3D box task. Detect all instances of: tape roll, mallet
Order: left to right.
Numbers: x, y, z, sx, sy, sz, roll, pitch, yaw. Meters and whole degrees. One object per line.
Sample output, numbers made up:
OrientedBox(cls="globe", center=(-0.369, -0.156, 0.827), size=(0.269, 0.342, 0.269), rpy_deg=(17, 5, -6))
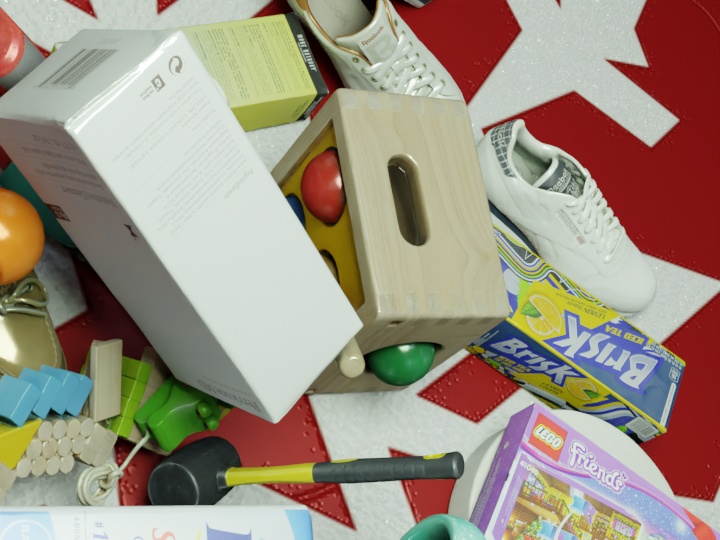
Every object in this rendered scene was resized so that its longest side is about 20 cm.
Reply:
OrientedBox(cls="mallet", center=(-0.031, 0.122, 0.763), size=(0.066, 0.196, 0.042), rpy_deg=(-29, 112, -75))
OrientedBox(cls="tape roll", center=(0.155, 0.204, 0.903), size=(0.200, 0.037, 0.206), rpy_deg=(12, 62, -24))

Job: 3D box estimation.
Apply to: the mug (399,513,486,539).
OrientedBox(cls="mug", center=(0.024, 0.241, 0.649), size=(0.153, 0.114, 0.185), rpy_deg=(58, 41, -4))

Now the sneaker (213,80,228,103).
OrientedBox(cls="sneaker", center=(-0.099, -0.082, 0.805), size=(0.072, 0.085, 0.200), rpy_deg=(33, 12, 6))

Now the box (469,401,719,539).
OrientedBox(cls="box", center=(0.168, 0.205, 0.862), size=(0.199, 0.039, 0.138), rpy_deg=(36, 56, -9))

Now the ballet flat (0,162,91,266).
OrientedBox(cls="ballet flat", center=(-0.164, -0.034, 0.834), size=(0.200, 0.072, 0.072), rpy_deg=(42, 55, -5))

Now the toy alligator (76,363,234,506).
OrientedBox(cls="toy alligator", center=(-0.095, 0.072, 0.761), size=(0.201, 0.054, 0.060), rpy_deg=(-55, 141, -34))

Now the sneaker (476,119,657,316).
OrientedBox(cls="sneaker", center=(0.170, -0.039, 0.998), size=(0.199, 0.080, 0.077), rpy_deg=(38, 54, -10))

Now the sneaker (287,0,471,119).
OrientedBox(cls="sneaker", center=(0.015, -0.159, 0.947), size=(0.073, 0.085, 0.200), rpy_deg=(-45, 107, 3))

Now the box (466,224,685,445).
OrientedBox(cls="box", center=(0.151, 0.054, 0.954), size=(0.199, 0.064, 0.071), rpy_deg=(35, 56, -10))

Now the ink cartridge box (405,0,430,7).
OrientedBox(cls="ink cartridge box", center=(-0.015, -0.318, 0.987), size=(0.202, 0.047, 0.197), rpy_deg=(62, 19, 7))

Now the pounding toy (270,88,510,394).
OrientedBox(cls="pounding toy", center=(0.000, 0.000, 0.824), size=(0.140, 0.184, 0.203), rpy_deg=(1, 67, -27))

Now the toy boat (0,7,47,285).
OrientedBox(cls="toy boat", center=(-0.229, -0.040, 0.676), size=(0.130, 0.131, 0.201), rpy_deg=(36, 84, 14))

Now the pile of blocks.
OrientedBox(cls="pile of blocks", center=(-0.183, 0.079, 0.732), size=(0.199, 0.061, 0.084), rpy_deg=(-9, 107, -58))

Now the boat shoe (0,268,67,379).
OrientedBox(cls="boat shoe", center=(-0.246, -0.007, 0.769), size=(0.073, 0.063, 0.203), rpy_deg=(-25, 81, -34))

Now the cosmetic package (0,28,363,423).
OrientedBox(cls="cosmetic package", center=(-0.096, -0.024, 0.659), size=(0.081, 0.112, 0.201), rpy_deg=(-44, 122, -23))

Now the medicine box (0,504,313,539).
OrientedBox(cls="medicine box", center=(-0.126, 0.234, 0.697), size=(0.197, 0.103, 0.185), rpy_deg=(4, 66, -26))

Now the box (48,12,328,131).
OrientedBox(cls="box", center=(-0.125, -0.135, 0.902), size=(0.198, 0.050, 0.076), rpy_deg=(-16, 75, -33))
